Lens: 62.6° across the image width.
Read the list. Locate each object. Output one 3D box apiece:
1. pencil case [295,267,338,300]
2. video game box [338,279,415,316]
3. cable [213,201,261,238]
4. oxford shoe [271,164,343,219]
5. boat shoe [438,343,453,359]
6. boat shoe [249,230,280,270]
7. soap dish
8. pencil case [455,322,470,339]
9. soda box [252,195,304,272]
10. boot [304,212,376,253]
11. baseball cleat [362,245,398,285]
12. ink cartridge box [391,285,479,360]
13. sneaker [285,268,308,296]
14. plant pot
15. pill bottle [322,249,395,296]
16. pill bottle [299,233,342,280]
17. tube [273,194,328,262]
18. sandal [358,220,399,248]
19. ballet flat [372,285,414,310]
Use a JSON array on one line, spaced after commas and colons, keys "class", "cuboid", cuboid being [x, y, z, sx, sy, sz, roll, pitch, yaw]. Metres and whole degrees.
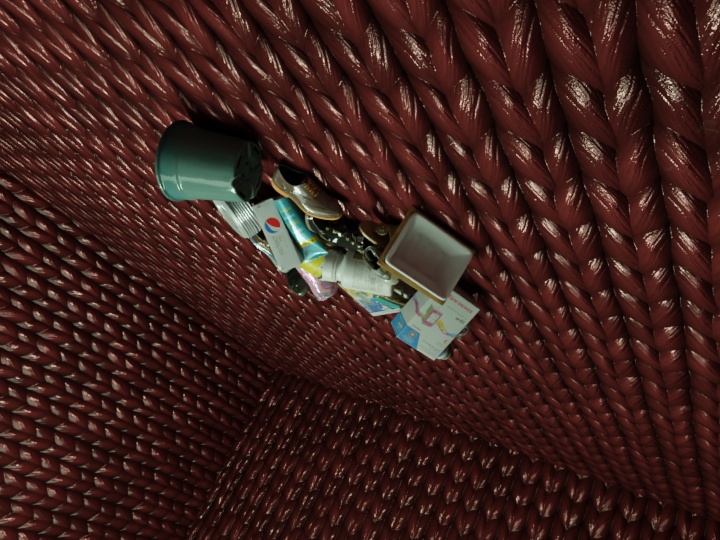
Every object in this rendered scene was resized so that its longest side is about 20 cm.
[{"class": "pencil case", "cuboid": [-0.154, 0.001, 1.859, 0.200, 0.087, 0.087, 54, 151, -17]}, {"class": "video game box", "cuboid": [0.062, 0.065, 1.826, 0.182, 0.047, 0.200, -15, 138, 34]}, {"class": "cable", "cuboid": [-0.358, -0.183, 1.677, 0.200, 0.069, 0.200, 43, 165, 34]}, {"class": "oxford shoe", "cuboid": [-0.130, -0.192, 1.469, 0.200, 0.071, 0.073, 28, 155, -4]}, {"class": "boat shoe", "cuboid": [0.227, 0.195, 1.825, 0.072, 0.200, 0.072, -39, 135, 23]}, {"class": "boat shoe", "cuboid": [-0.278, -0.088, 1.899, 0.072, 0.072, 0.200, -36, 105, 33]}, {"class": "soap dish", "cuboid": [0.152, -0.033, 1.405, 0.200, 0.157, 0.081, 33, 175, -17]}, {"class": "pencil case", "cuboid": [0.248, 0.125, 1.748, 0.200, 0.090, 0.078, 40, 157, -33]}, {"class": "soda box", "cuboid": [-0.225, -0.102, 1.640, 0.068, 0.064, 0.200, -78, -35, -77]}, {"class": "boot", "cuboid": [-0.049, -0.106, 1.570, 0.150, 0.073, 0.200, 17, 161, 27]}, {"class": "baseball cleat", "cuboid": [0.051, -0.043, 1.506, 0.106, 0.070, 0.200, 39, -165, -26]}, {"class": "ink cartridge box", "cuboid": [0.205, 0.124, 1.628, 0.144, 0.200, 0.085, 33, -165, -21]}, {"class": "sneaker", "cuboid": [-0.200, 0.020, 1.976, 0.114, 0.076, 0.199, 37, -168, -46]}, {"class": "plant pot", "cuboid": [-0.356, -0.252, 1.444, 0.196, 0.200, 0.200, 12, 156, 16]}, {"class": "pill bottle", "cuboid": [0.000, 0.000, 1.658, 0.200, 0.115, 0.114, 10, 157, 9]}, {"class": "pill bottle", "cuboid": [-0.161, -0.065, 1.747, 0.200, 0.113, 0.112, 34, 158, -19]}, {"class": "tube", "cuboid": [-0.166, -0.117, 1.614, 0.077, 0.050, 0.200, -17, 113, 31]}, {"class": "sandal", "cuboid": [0.098, -0.086, 1.486, 0.212, 0.078, 0.070, 30, 129, -29]}, {"class": "ballet flat", "cuboid": [0.127, 0.087, 1.739, 0.200, 0.065, 0.070, 27, 161, -27]}]
